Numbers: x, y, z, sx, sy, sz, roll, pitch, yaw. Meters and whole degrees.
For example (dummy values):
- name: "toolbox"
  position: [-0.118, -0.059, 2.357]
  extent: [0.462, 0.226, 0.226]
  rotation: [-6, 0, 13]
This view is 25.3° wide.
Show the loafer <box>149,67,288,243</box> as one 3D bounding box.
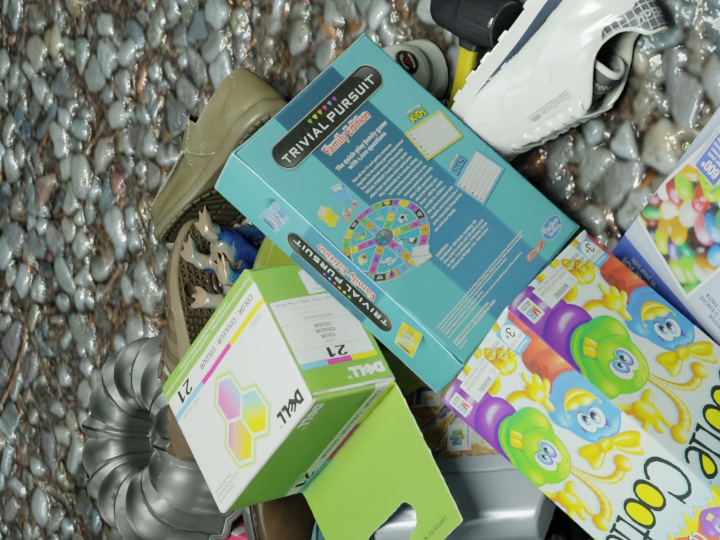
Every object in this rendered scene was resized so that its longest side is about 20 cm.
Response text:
- name: "loafer"
  position: [-0.118, -0.094, 1.345]
  extent: [0.200, 0.075, 0.068]
  rotation: [-45, 57, 40]

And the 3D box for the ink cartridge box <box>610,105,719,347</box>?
- name: "ink cartridge box"
  position: [0.234, -0.014, 1.014]
  extent: [0.120, 0.042, 0.201]
  rotation: [52, 131, 26]

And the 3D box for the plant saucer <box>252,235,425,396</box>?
- name: "plant saucer"
  position: [0.000, 0.000, 1.147]
  extent: [0.198, 0.031, 0.202]
  rotation: [-13, 59, 22]

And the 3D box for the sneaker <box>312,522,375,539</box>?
- name: "sneaker"
  position: [-0.005, 0.202, 1.213]
  extent: [0.131, 0.079, 0.201]
  rotation: [52, 169, 34]

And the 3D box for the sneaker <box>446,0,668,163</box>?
- name: "sneaker"
  position: [0.126, -0.122, 1.089]
  extent: [0.081, 0.076, 0.201]
  rotation: [48, 130, 16]

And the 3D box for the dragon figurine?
- name: "dragon figurine"
  position: [-0.082, 0.006, 1.273]
  extent: [0.059, 0.098, 0.201]
  rotation: [-60, 33, 28]

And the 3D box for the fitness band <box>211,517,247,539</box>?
- name: "fitness band"
  position: [-0.093, 0.295, 1.407]
  extent: [0.199, 0.037, 0.146]
  rotation: [14, 109, 45]

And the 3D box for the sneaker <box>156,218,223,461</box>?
- name: "sneaker"
  position: [-0.143, 0.057, 1.323]
  extent: [0.075, 0.070, 0.202]
  rotation: [-29, 55, 43]

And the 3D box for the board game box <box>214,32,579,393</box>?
- name: "board game box"
  position: [0.026, -0.041, 1.068]
  extent: [0.200, 0.151, 0.047]
  rotation: [42, 145, 4]

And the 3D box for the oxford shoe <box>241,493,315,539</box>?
- name: "oxford shoe"
  position: [-0.035, 0.125, 1.166]
  extent: [0.084, 0.072, 0.203]
  rotation: [8, 87, 38]

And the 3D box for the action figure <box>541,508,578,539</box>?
- name: "action figure"
  position: [0.089, 0.175, 1.143]
  extent: [0.101, 0.119, 0.201]
  rotation: [-33, 62, 3]

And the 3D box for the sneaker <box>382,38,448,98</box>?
- name: "sneaker"
  position: [-0.025, -0.109, 1.234]
  extent: [0.200, 0.088, 0.075]
  rotation: [-45, 66, 42]

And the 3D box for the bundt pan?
- name: "bundt pan"
  position: [-0.178, 0.149, 1.412]
  extent: [0.201, 0.075, 0.205]
  rotation: [-8, 79, 46]

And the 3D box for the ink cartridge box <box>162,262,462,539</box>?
- name: "ink cartridge box"
  position: [-0.035, 0.117, 1.056]
  extent: [0.148, 0.075, 0.201]
  rotation: [-52, 57, 42]

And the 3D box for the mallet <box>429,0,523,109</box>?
- name: "mallet"
  position: [0.063, -0.118, 1.180]
  extent: [0.066, 0.041, 0.202]
  rotation: [39, 126, 34]

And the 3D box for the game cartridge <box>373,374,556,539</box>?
- name: "game cartridge"
  position: [0.078, 0.090, 1.106]
  extent: [0.132, 0.042, 0.202]
  rotation: [-9, 59, 21]

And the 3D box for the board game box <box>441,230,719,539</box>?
- name: "board game box"
  position: [0.168, 0.094, 0.999]
  extent: [0.200, 0.103, 0.105]
  rotation: [41, 137, 10]
